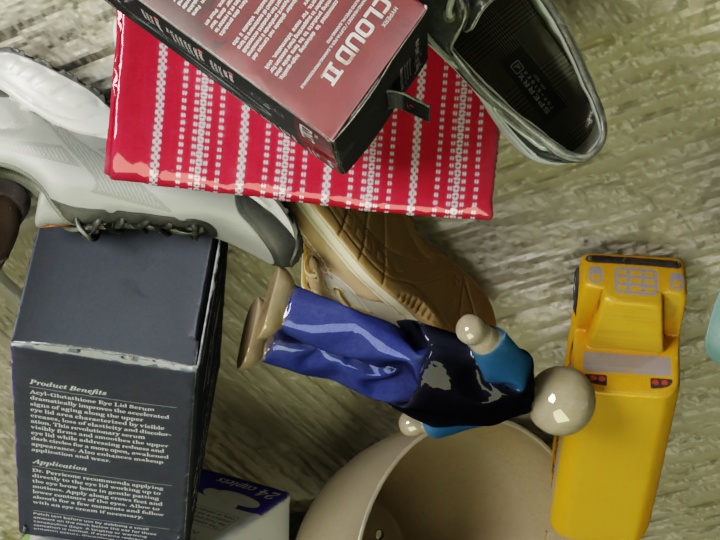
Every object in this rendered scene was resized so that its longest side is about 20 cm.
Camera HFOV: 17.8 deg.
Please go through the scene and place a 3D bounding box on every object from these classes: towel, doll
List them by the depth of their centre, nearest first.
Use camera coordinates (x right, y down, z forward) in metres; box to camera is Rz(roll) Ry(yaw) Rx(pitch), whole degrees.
[{"bbox_3d":[-0.025,-0.105,1.144,0.199,0.145,0.022,6,-177,-2],"label":"towel"},{"bbox_3d":[0.038,0.053,1.277,0.199,0.049,0.137,17,149,-12],"label":"doll"}]

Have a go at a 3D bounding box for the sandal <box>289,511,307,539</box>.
[{"bbox_3d":[-0.072,0.210,1.598,0.200,0.076,0.048,-12,175,23],"label":"sandal"}]

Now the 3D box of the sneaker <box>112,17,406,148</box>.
[{"bbox_3d":[-0.032,-0.095,1.211,0.199,0.079,0.090,18,153,-2],"label":"sneaker"}]

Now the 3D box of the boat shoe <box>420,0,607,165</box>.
[{"bbox_3d":[0.056,-0.133,1.095,0.200,0.072,0.071,47,174,-15],"label":"boat shoe"}]

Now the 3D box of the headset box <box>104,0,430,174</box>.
[{"bbox_3d":[-0.052,-0.124,1.047,0.200,0.077,0.149,35,179,4],"label":"headset box"}]

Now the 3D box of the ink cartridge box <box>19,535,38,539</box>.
[{"bbox_3d":[-0.212,0.270,1.575,0.067,0.201,0.117,25,138,-22],"label":"ink cartridge box"}]

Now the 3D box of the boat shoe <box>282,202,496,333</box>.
[{"bbox_3d":[0.000,0.000,1.309,0.069,0.074,0.200,-18,132,31],"label":"boat shoe"}]

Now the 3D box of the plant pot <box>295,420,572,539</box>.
[{"bbox_3d":[0.032,0.192,1.474,0.200,0.201,0.134,36,157,-32],"label":"plant pot"}]

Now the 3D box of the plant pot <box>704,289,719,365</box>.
[{"bbox_3d":[0.267,0.021,1.224,0.134,0.200,0.201,27,146,19],"label":"plant pot"}]

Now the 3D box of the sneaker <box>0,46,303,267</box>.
[{"bbox_3d":[-0.124,-0.044,1.236,0.199,0.080,0.074,24,168,0],"label":"sneaker"}]

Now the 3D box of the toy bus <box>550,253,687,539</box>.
[{"bbox_3d":[0.152,0.076,1.377,0.065,0.079,0.200,5,142,2],"label":"toy bus"}]

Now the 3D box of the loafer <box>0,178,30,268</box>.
[{"bbox_3d":[-0.272,0.008,1.361,0.073,0.071,0.200,29,136,-25],"label":"loafer"}]

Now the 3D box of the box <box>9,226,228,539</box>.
[{"bbox_3d":[-0.136,0.048,1.331,0.104,0.148,0.200,8,140,0],"label":"box"}]

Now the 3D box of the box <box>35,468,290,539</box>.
[{"bbox_3d":[-0.138,0.243,1.426,0.105,0.200,0.185,13,114,29],"label":"box"}]
